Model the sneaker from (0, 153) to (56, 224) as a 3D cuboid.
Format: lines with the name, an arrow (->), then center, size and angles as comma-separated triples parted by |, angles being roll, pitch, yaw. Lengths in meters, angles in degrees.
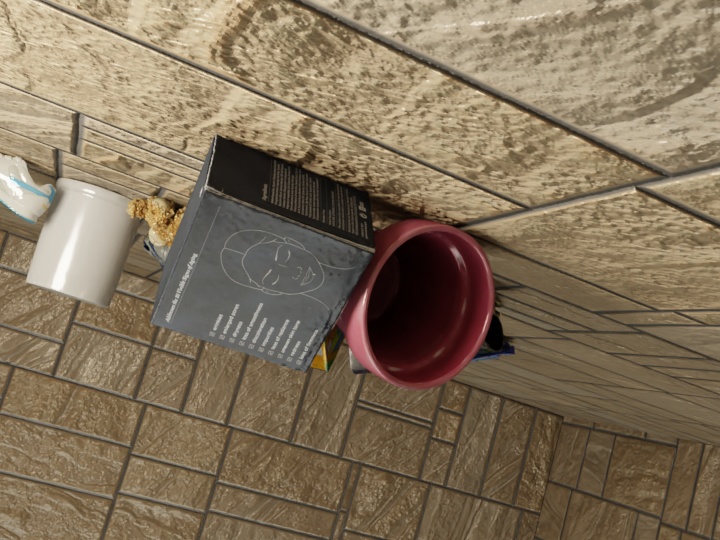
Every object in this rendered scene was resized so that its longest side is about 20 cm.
sneaker -> -0.628, -0.171, 1.405 | 0.200, 0.081, 0.076 | 40, 166, -14

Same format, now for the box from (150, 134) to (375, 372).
box -> -0.113, -0.014, 0.930 | 0.195, 0.201, 0.125 | 19, -147, -18

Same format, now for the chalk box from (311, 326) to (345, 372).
chalk box -> -0.089, 0.082, 1.646 | 0.124, 0.201, 0.125 | 12, 137, 16

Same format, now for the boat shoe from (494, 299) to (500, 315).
boat shoe -> 0.198, 0.063, 1.361 | 0.073, 0.063, 0.200 | 41, 176, 19

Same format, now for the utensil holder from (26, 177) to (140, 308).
utensil holder -> -0.516, -0.048, 1.513 | 0.168, 0.202, 0.170 | 16, 170, 3

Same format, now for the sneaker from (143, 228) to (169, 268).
sneaker -> -0.436, -0.052, 1.794 | 0.088, 0.076, 0.200 | 29, 162, -6

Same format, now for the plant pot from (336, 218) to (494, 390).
plant pot -> 0.040, 0.028, 1.024 | 0.199, 0.202, 0.179 | 23, 179, -34

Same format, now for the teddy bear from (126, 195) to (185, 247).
teddy bear -> -0.343, -0.080, 1.433 | 0.144, 0.067, 0.199 | 26, 167, -33

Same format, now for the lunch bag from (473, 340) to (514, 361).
lunch bag -> 0.252, 0.170, 1.839 | 0.198, 0.095, 0.151 | 4, 169, 3

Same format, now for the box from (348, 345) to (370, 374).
box -> 0.076, 0.130, 1.560 | 0.198, 0.124, 0.106 | -4, 169, 2

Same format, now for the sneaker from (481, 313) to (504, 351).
sneaker -> 0.137, 0.049, 1.228 | 0.200, 0.075, 0.106 | 44, 157, -28
